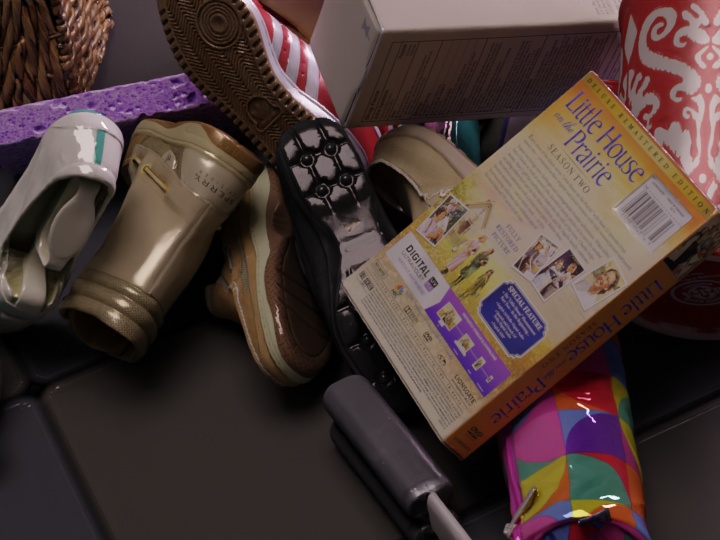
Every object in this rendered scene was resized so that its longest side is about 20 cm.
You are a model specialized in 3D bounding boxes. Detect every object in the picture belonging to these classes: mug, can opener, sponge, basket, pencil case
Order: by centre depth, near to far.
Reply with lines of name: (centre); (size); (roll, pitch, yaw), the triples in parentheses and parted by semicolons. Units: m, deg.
pencil case: (0.116, 0.101, 1.088); (0.087, 0.089, 0.201); (-7, 38, 5)
can opener: (0.021, 0.139, 1.091); (0.066, 0.054, 0.200); (-24, 41, -16)
mug: (0.205, -0.062, 1.187); (0.132, 0.178, 0.202); (19, 61, -17)
sponge: (-0.169, -0.108, 1.380); (0.198, 0.112, 0.030); (-10, 83, 2)
basket: (-0.280, -0.207, 1.463); (0.147, 0.144, 0.201); (-6, 29, 5)

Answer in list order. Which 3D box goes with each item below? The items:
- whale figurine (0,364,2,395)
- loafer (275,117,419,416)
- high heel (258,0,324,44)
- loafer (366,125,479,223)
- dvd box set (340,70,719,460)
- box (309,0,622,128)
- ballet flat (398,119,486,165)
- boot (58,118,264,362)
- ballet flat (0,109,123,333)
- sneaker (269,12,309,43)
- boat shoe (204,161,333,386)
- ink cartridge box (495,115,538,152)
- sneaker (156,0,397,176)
whale figurine: (-0.305, 0.084, 1.189); (0.157, 0.104, 0.201); (4, 43, 17)
loafer: (0.000, 0.000, 1.213); (0.067, 0.070, 0.202); (-20, 73, -7)
high heel: (-0.069, -0.195, 1.375); (0.096, 0.068, 0.200); (-17, 43, -42)
loafer: (0.058, -0.031, 1.207); (0.068, 0.076, 0.200); (-44, 38, -11)
dvd box set: (0.097, -0.006, 1.102); (0.200, 0.029, 0.147); (-41, 47, 5)
box: (0.077, -0.156, 1.259); (0.198, 0.095, 0.078); (-5, 54, -26)
ballet flat: (0.058, -0.114, 1.369); (0.071, 0.069, 0.201); (-16, 37, 25)
boot: (-0.147, -0.019, 1.285); (0.156, 0.073, 0.200); (-59, 21, -10)
ballet flat: (-0.205, -0.014, 1.223); (0.069, 0.201, 0.070); (21, 38, -17)
sneaker: (-0.032, -0.191, 1.479); (0.080, 0.074, 0.200); (29, 49, 10)
boat shoe: (-0.066, 0.013, 1.255); (0.076, 0.072, 0.201); (-29, 32, 15)
ink cartridge box: (0.193, -0.073, 1.300); (0.198, 0.047, 0.199); (1, 45, 17)
sneaker: (-0.051, -0.144, 1.305); (0.071, 0.201, 0.113); (-32, 11, 35)
